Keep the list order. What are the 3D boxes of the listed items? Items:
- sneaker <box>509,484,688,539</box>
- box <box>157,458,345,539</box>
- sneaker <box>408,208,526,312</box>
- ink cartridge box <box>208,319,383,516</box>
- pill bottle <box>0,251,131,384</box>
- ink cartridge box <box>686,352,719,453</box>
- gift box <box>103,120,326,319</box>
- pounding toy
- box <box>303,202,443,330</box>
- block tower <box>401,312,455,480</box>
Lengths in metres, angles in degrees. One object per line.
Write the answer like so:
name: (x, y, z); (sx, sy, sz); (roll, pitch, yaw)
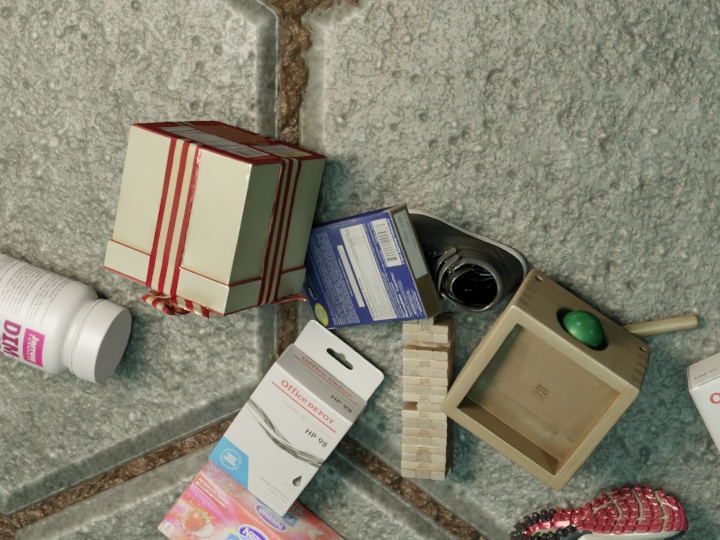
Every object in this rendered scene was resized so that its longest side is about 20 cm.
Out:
sneaker: (0.270, 0.299, 1.321); (0.199, 0.081, 0.075); (-18, 113, 25)
box: (-0.125, 0.318, 1.410); (0.200, 0.095, 0.103); (40, 109, 2)
sneaker: (0.078, -0.013, 1.276); (0.198, 0.099, 0.071); (17, 109, 11)
ink cartridge box: (-0.075, 0.171, 1.369); (0.116, 0.067, 0.201); (37, 114, 4)
pill bottle: (-0.382, 0.056, 1.401); (0.198, 0.113, 0.114); (20, 107, 9)
ink cartridge box: (0.451, 0.169, 1.233); (0.146, 0.086, 0.201); (-26, 95, 18)
gift box: (-0.148, -0.046, 1.264); (0.199, 0.184, 0.188); (23, 108, 28)
pounding toy: (0.225, 0.100, 1.263); (0.183, 0.142, 0.201); (34, 120, 5)
box: (0.000, 0.000, 1.298); (0.199, 0.032, 0.122); (-10, 103, 52)
block tower: (0.077, 0.141, 1.337); (0.053, 0.058, 0.202); (3, 105, 14)
